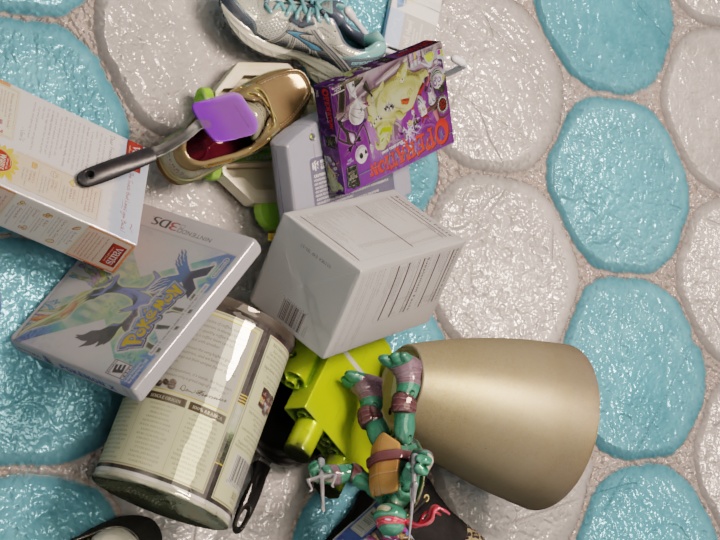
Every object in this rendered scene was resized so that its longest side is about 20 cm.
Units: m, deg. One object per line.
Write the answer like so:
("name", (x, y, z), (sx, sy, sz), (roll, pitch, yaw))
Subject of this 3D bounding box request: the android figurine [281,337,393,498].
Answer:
("android figurine", (-0.018, 0.137, 1.678), (0.182, 0.041, 0.201), (51, 46, -32))

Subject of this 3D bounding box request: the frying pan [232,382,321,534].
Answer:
("frying pan", (-0.082, 0.189, 1.665), (0.114, 0.031, 0.192), (12, 76, -30))

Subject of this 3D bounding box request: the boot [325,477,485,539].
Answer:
("boot", (0.041, 0.316, 1.695), (0.151, 0.073, 0.201), (44, 60, -18))

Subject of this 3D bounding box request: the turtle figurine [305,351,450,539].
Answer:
("turtle figurine", (0.022, 0.191, 1.576), (0.101, 0.149, 0.202), (40, 43, -49))

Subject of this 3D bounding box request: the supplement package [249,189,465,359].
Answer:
("supplement package", (0.000, 0.000, 1.641), (0.113, 0.110, 0.199), (37, 28, 25))

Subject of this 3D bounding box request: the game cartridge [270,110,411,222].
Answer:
("game cartridge", (-0.020, -0.111, 1.706), (0.199, 0.041, 0.134), (-22, 115, -47))

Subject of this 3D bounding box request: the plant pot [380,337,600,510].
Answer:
("plant pot", (0.125, 0.147, 1.700), (0.199, 0.187, 0.189), (18, 73, -27))

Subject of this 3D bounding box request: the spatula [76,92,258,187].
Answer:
("spatula", (-0.191, -0.125, 1.554), (0.199, 0.021, 0.057), (-27, 68, -21))

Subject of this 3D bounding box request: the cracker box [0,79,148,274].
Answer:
("cracker box", (-0.311, -0.097, 1.542), (0.199, 0.058, 0.135), (25, 43, -23))

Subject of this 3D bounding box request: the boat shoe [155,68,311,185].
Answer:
("boat shoe", (-0.121, -0.154, 1.636), (0.200, 0.066, 0.074), (-39, 101, -28))

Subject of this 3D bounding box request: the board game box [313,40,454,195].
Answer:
("board game box", (0.029, -0.170, 1.710), (0.199, 0.032, 0.121), (-29, 122, -45))

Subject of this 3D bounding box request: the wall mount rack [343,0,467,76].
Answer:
("wall mount rack", (0.051, -0.312, 1.804), (0.173, 0.074, 0.202), (19, 72, -25))

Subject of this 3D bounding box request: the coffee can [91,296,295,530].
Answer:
("coffee can", (-0.165, 0.138, 1.561), (0.146, 0.146, 0.202), (28, 69, -23))

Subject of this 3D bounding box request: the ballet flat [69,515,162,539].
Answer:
("ballet flat", (-0.271, 0.292, 1.519), (0.199, 0.068, 0.069), (-20, 90, -31))

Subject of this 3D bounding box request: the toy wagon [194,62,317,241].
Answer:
("toy wagon", (-0.101, -0.126, 1.706), (0.154, 0.039, 0.202), (-3, 84, -30))

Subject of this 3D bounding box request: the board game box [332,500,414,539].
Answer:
("board game box", (0.002, 0.377, 1.622), (0.200, 0.043, 0.200), (-40, 118, -14))

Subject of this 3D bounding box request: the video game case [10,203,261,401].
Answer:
("video game case", (-0.222, 0.024, 1.539), (0.200, 0.181, 0.022), (-53, 140, -25))

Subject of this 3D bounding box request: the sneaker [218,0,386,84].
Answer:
("sneaker", (-0.060, -0.272, 1.712), (0.199, 0.086, 0.078), (26, 39, -22))
